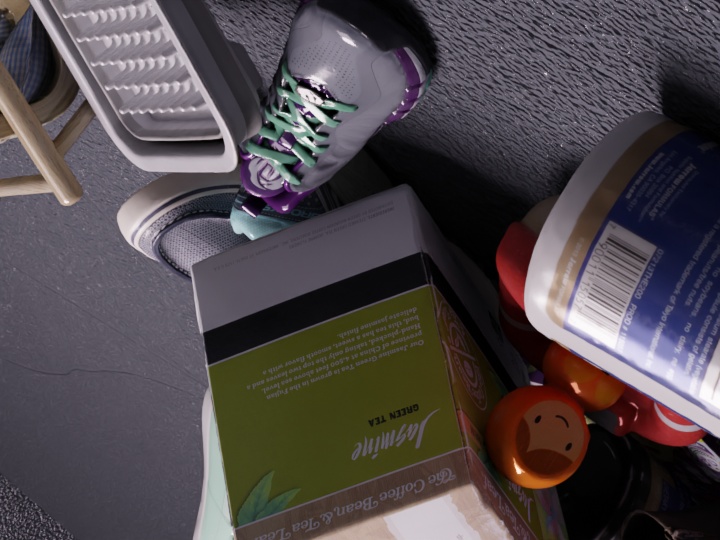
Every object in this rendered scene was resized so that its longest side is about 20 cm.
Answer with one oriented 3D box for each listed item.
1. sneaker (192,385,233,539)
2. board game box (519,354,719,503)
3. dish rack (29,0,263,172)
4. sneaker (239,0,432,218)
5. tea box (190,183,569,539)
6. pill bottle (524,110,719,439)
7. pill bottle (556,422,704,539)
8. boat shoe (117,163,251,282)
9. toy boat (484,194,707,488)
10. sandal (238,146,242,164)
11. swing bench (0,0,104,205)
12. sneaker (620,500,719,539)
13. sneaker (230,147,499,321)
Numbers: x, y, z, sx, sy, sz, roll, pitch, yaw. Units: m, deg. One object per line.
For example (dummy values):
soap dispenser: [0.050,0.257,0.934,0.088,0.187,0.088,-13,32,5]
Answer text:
sneaker: [-0.054,0.170,1.849,0.118,0.074,0.201,-153,56,-61]
board game box: [0.168,0.097,1.705,0.120,0.032,0.200,39,166,-30]
dish rack: [-0.121,-0.144,1.467,0.200,0.044,0.172,61,159,-14]
sneaker: [-0.020,-0.075,1.453,0.074,0.088,0.200,35,167,4]
tea box: [0.017,0.100,1.565,0.200,0.134,0.197,54,-160,-52]
pill bottle: [0.179,0.023,1.249,0.200,0.111,0.111,31,165,21]
pill bottle: [0.174,0.186,1.699,0.200,0.112,0.112,42,165,-30]
boat shoe: [-0.053,0.001,1.678,0.200,0.075,0.093,11,-136,-56]
toy boat: [0.111,0.051,1.465,0.130,0.131,0.200,32,166,13]
sandal: [-0.082,-0.045,1.766,0.054,0.080,0.200,56,173,8]
swing bench: [-0.222,-0.144,1.628,0.200,0.130,0.199,40,166,-16]
sneaker: [0.216,0.206,1.556,0.106,0.075,0.200,4,-141,-45]
sneaker: [0.000,0.000,1.657,0.200,0.086,0.078,43,165,-28]
